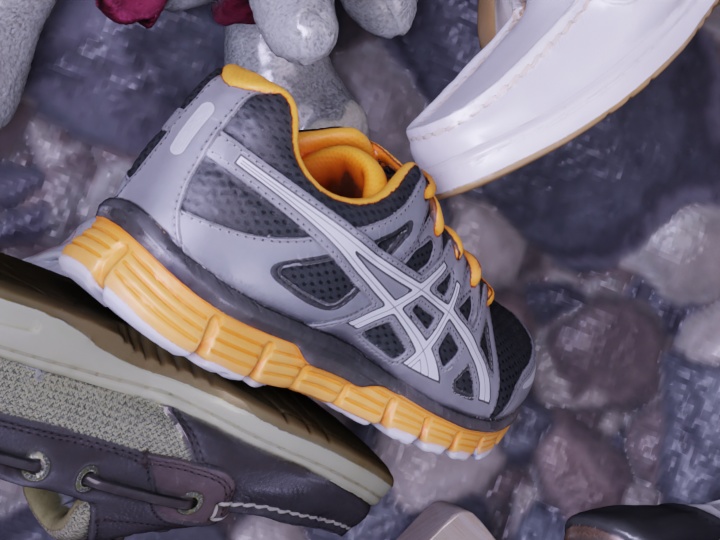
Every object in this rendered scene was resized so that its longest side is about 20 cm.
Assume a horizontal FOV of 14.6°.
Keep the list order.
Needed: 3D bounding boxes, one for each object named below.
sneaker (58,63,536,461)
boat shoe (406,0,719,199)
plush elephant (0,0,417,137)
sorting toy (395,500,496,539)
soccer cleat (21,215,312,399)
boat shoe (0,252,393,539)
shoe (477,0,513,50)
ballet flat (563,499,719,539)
[{"bbox_3d":[0.000,0.000,0.827,0.200,0.078,0.077,21,98,-56],"label":"sneaker"},{"bbox_3d":[0.078,-0.102,0.877,0.200,0.071,0.069,-43,107,-21],"label":"boat shoe"},{"bbox_3d":[-0.028,-0.119,0.823,0.164,0.155,0.201,12,90,-29],"label":"plush elephant"},{"bbox_3d":[0.034,0.220,0.943,0.199,0.070,0.200,-46,114,-17],"label":"sorting toy"},{"bbox_3d":[-0.101,0.023,0.855,0.199,0.069,0.086,7,83,-32],"label":"soccer cleat"},{"bbox_3d":[-0.075,0.044,0.797,0.200,0.072,0.066,26,96,-43],"label":"boat shoe"},{"bbox_3d":[0.073,-0.159,0.932,0.070,0.053,0.201,-5,98,-28],"label":"shoe"},{"bbox_3d":[0.145,0.124,0.999,0.200,0.068,0.069,44,65,-32],"label":"ballet flat"}]
